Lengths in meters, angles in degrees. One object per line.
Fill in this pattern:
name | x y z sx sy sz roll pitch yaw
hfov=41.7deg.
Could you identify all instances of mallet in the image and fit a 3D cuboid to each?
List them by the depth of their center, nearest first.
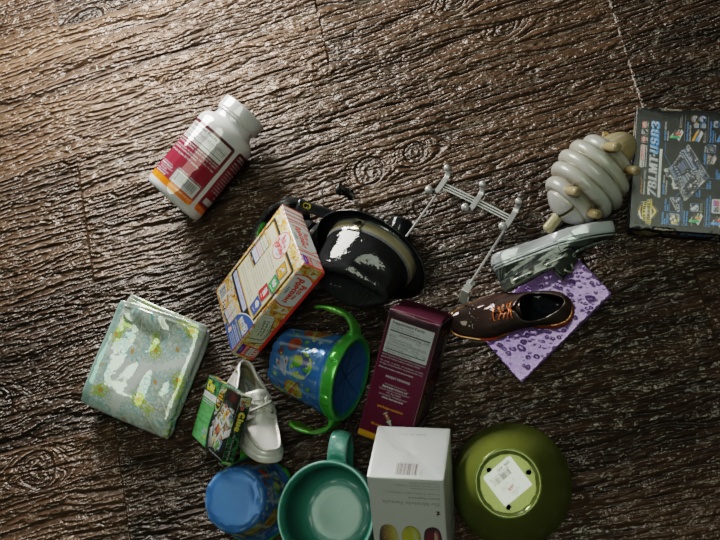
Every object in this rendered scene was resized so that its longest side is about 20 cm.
mallet | -0.007 -0.087 1.544 0.198 0.041 0.067 25 79 -12

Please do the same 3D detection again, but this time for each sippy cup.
sippy cup | -0.178 0.356 1.468 0.140 0.130 0.178 -45 74 -1
sippy cup | -0.071 0.154 1.493 0.129 0.141 0.179 13 56 24

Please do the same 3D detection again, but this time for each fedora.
fedora | 0.000 0.000 1.481 0.199 0.202 0.092 27 55 16

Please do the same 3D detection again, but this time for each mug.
mug | -0.032 0.359 1.447 0.152 0.114 0.186 40 86 17

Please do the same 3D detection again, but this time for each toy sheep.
toy sheep | 0.355 -0.138 1.476 0.200 0.138 0.138 -43 73 -2

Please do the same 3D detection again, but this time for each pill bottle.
pill bottle | -0.260 -0.196 1.620 0.113 0.113 0.201 39 86 16

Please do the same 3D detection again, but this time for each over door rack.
over door rack | 0.154 -0.066 1.512 0.146 0.067 0.201 27 69 16

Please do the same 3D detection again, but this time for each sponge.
sponge | 0.288 0.068 1.495 0.200 0.030 0.112 -44 72 0

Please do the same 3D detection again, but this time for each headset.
headset | -0.094 -0.072 1.593 0.200 0.094 0.124 -44 72 15

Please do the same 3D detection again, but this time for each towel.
towel | -0.360 0.158 1.592 0.169 0.048 0.203 19 82 15

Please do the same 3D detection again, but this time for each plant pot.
plant pot | 0.214 0.309 1.365 0.184 0.200 0.190 -2 77 11

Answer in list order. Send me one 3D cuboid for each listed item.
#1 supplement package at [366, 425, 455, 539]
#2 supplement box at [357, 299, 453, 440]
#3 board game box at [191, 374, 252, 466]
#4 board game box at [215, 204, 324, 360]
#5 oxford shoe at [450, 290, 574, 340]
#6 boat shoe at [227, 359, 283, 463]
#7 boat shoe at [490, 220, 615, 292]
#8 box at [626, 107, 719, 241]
supplement package | 0.078 0.342 1.378 0.112 0.110 0.203 0 120 11
supplement box | 0.070 0.157 1.447 0.084 0.110 0.203 16 99 14
board game box | -0.220 0.230 1.478 0.023 0.199 0.107 16 87 -22
board game box | -0.149 0.019 1.509 0.200 0.046 0.152 -49 39 23
oxford shoe | 0.226 0.061 1.454 0.197 0.072 0.072 -12 72 15
boat shoe | -0.167 0.216 1.480 0.201 0.070 0.070 54 134 48
boat shoe | 0.303 -0.019 1.467 0.197 0.072 0.072 -20 81 10
box | 0.526 -0.151 1.488 0.195 0.050 0.204 4 78 13
